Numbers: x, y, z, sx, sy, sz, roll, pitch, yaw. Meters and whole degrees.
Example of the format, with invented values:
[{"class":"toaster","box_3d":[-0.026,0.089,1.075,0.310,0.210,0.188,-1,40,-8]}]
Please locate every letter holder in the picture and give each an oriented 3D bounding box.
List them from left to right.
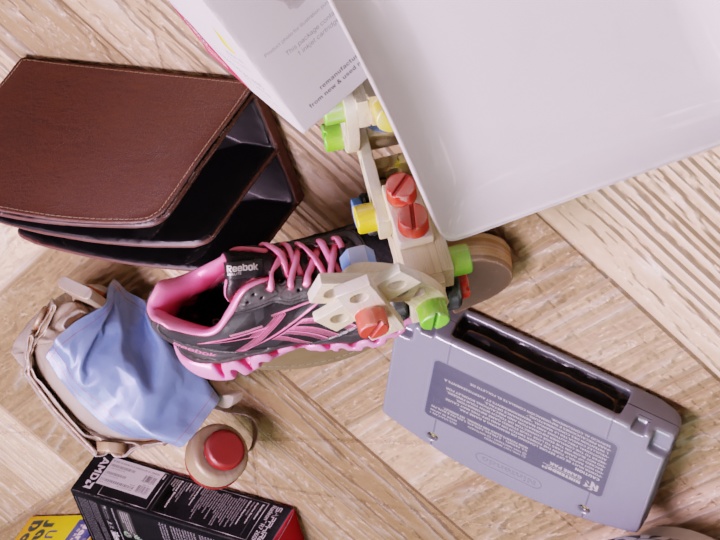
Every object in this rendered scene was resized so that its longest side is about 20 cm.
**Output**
[{"class":"letter holder","box_3d":[-0.165,-0.050,1.419,0.199,0.142,0.101,8,138,31]}]

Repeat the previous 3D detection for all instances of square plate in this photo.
[{"class":"square plate","box_3d":[0.100,-0.126,1.152,0.198,0.028,0.200,-19,125,11]}]

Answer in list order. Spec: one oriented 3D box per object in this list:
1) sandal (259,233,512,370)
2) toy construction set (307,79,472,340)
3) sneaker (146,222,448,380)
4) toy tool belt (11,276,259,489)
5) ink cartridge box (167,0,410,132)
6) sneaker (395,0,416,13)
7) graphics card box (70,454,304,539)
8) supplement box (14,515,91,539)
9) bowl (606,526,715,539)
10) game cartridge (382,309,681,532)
[{"class":"sandal","box_3d":[0.003,0.003,1.425,0.211,0.070,0.078,-20,145,26]},{"class":"toy construction set","box_3d":[0.019,-0.042,1.255,0.092,0.201,0.131,0,151,2]},{"class":"sneaker","box_3d":[-0.044,0.009,1.344,0.199,0.079,0.095,-21,151,18]},{"class":"toy tool belt","box_3d":[-0.152,0.082,1.585,0.200,0.125,0.123,38,153,-7]},{"class":"ink cartridge box","box_3d":[-0.082,-0.189,1.167,0.200,0.083,0.145,51,176,-36]},{"class":"sneaker","box_3d":[-0.015,-0.227,1.169,0.115,0.076,0.200,14,136,42]},{"class":"graphics card box","box_3d":[-0.134,0.228,1.803,0.199,0.051,0.126,12,140,27]},{"class":"supplement box","box_3d":[-0.235,0.325,1.946,0.109,0.109,0.200,-8,127,43]},{"class":"bowl","box_3d":[0.214,0.239,1.493,0.200,0.094,0.201,19,146,13]},{"class":"game cartridge","box_3d":[0.112,0.100,1.470,0.200,0.042,0.133,25,148,12]}]
